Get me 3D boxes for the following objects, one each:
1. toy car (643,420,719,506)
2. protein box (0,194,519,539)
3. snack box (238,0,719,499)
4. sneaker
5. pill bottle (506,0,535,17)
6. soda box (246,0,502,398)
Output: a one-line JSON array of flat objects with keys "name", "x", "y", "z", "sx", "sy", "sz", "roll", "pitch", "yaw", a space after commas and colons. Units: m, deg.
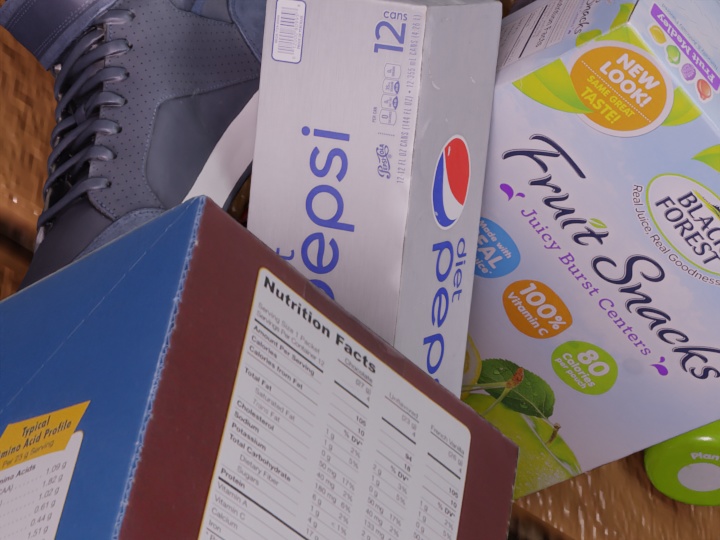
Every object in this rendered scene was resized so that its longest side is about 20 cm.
[{"name": "toy car", "x": 0.240, "y": 0.022, "z": 1.162, "sx": 0.158, "sy": 0.200, "sz": 0.164, "roll": 37, "pitch": 44, "yaw": -31}, {"name": "protein box", "x": -0.082, "y": 0.122, "z": 0.715, "sx": 0.135, "sy": 0.198, "sz": 0.200, "roll": 39, "pitch": 43, "yaw": -29}, {"name": "snack box", "x": 0.082, "y": -0.013, "z": 0.993, "sx": 0.169, "sy": 0.200, "sz": 0.068, "roll": 48, "pitch": 39, "yaw": -19}, {"name": "sneaker", "x": -0.104, "y": -0.066, "z": 0.908, "sx": 0.146, "sy": 0.077, "sz": 0.202, "roll": 46, "pitch": 45, "yaw": -14}, {"name": "pill bottle", "x": 0.123, "y": -0.069, "z": 1.120, "sx": 0.106, "sy": 0.106, "sz": 0.200, "roll": 14, "pitch": 49, "yaw": -46}, {"name": "soda box", "x": 0.000, "y": 0.000, "z": 0.916, "sx": 0.068, "sy": 0.063, "sz": 0.200, "roll": -15, "pitch": 113, "yaw": -63}]
